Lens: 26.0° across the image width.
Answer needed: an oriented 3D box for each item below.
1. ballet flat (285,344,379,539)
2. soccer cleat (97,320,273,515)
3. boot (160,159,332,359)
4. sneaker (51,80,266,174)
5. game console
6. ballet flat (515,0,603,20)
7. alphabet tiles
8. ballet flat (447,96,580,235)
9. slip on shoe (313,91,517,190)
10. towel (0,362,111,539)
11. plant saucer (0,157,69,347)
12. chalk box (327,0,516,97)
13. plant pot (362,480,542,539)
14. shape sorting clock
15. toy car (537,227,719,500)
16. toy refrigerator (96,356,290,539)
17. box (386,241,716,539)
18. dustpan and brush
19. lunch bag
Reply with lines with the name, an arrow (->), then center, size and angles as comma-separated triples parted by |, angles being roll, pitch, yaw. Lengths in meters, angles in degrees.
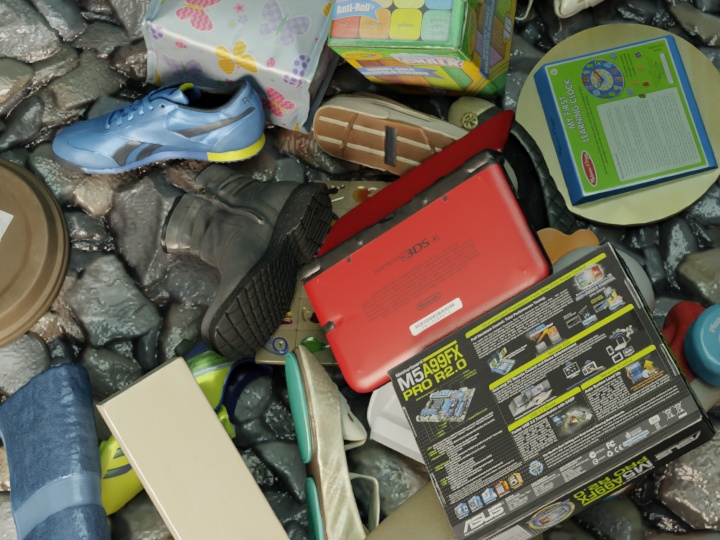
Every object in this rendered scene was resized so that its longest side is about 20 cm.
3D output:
ballet flat -> -0.020, 0.159, 1.277 | 0.062, 0.067, 0.202 | -7, 87, -15
soccer cleat -> -0.151, 0.130, 1.297 | 0.083, 0.065, 0.200 | 35, 70, 11
boot -> -0.118, -0.009, 1.338 | 0.131, 0.070, 0.200 | 11, 45, 24
sneaker -> -0.184, -0.136, 1.389 | 0.198, 0.079, 0.066 | -5, 44, 8
game console -> 0.062, -0.017, 1.277 | 0.199, 0.118, 0.173 | -32, 74, 25
ballet flat -> 0.173, -0.268, 1.482 | 0.198, 0.069, 0.064 | 3, 94, 4
alphabet tiles -> 0.000, 0.000, 1.356 | 0.166, 0.008, 0.201 | 2, 52, 4
ballet flat -> 0.139, -0.078, 1.386 | 0.066, 0.057, 0.201 | -37, 69, 14
slip on shoe -> 0.055, -0.110, 1.392 | 0.199, 0.077, 0.061 | 19, 34, 23
towel -> -0.245, 0.182, 1.249 | 0.048, 0.112, 0.201 | 7, 61, -36
plant saucer -> -0.358, -0.019, 1.379 | 0.198, 0.030, 0.202 | 0, 66, -1
chalk box -> 0.052, -0.235, 1.356 | 0.123, 0.200, 0.125 | 6, 84, 21
plant pot -> 0.060, 0.256, 1.198 | 0.186, 0.188, 0.200 | 26, 54, 11
shape sorting clock -> 0.241, -0.134, 1.426 | 0.198, 0.039, 0.202 | -1, 70, 3
toy car -> 0.193, 0.058, 1.254 | 0.177, 0.185, 0.200 | -39, 78, -16
toy refrigerator -> -0.127, 0.174, 1.242 | 0.076, 0.070, 0.201 | -32, 93, -14
box -> 0.136, 0.097, 1.144 | 0.199, 0.044, 0.161 | -31, 56, 11
dustpan and brush -> 0.090, 0.057, 1.239 | 0.139, 0.057, 0.201 | 20, 70, 44
lunch bag -> -0.091, -0.253, 1.431 | 0.168, 0.127, 0.201 | 20, 62, 5
